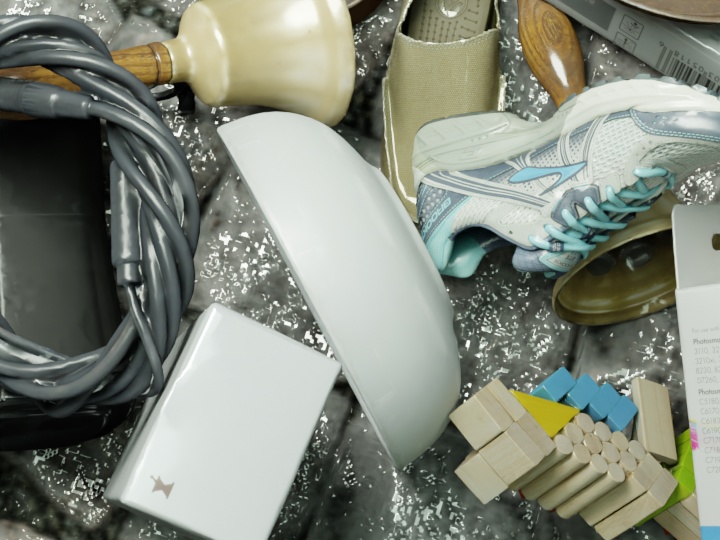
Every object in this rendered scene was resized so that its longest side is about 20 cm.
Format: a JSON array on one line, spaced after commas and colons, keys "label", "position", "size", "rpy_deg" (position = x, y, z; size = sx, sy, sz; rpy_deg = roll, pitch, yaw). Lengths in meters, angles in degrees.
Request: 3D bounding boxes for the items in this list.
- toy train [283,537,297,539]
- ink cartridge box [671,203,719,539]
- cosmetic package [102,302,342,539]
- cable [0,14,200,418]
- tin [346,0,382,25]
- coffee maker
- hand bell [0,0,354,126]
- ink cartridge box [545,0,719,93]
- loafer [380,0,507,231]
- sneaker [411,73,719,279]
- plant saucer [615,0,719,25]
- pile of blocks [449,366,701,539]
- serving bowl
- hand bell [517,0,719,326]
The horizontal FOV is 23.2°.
[{"label": "toy train", "position": [-0.039, 0.204, 0.867], "size": [0.085, 0.200, 0.114], "rpy_deg": [24, 94, 8]}, {"label": "ink cartridge box", "position": [0.223, 0.061, 0.892], "size": [0.068, 0.115, 0.200], "rpy_deg": [-8, 86, 43]}, {"label": "cosmetic package", "position": [-0.075, 0.084, 0.887], "size": [0.071, 0.200, 0.102], "rpy_deg": [25, 80, -6]}, {"label": "cable", "position": [-0.151, -0.025, 0.848], "size": [0.163, 0.051, 0.200], "rpy_deg": [-44, 80, 12]}, {"label": "tin", "position": [-0.004, -0.231, 1.049], "size": [0.112, 0.042, 0.200], "rpy_deg": [37, 82, 9]}, {"label": "coffee maker", "position": [-0.177, -0.009, 0.959], "size": [0.192, 0.135, 0.200], "rpy_deg": [-10, 76, 1]}, {"label": "hand bell", "position": [-0.114, -0.107, 0.928], "size": [0.200, 0.104, 0.104], "rpy_deg": [-16, 73, -26]}, {"label": "ink cartridge box", "position": [0.212, -0.198, 1.025], "size": [0.162, 0.050, 0.200], "rpy_deg": [34, 60, 12]}, {"label": "loafer", "position": [0.046, -0.107, 0.997], "size": [0.076, 0.067, 0.200], "rpy_deg": [-2, 74, 7]}, {"label": "sneaker", "position": [0.114, -0.038, 0.888], "size": [0.200, 0.078, 0.087], "rpy_deg": [-11, 67, 40]}, {"label": "plant saucer", "position": [0.181, -0.210, 0.980], "size": [0.200, 0.037, 0.201], "rpy_deg": [3, 60, -5]}, {"label": "pile of blocks", "position": [0.125, 0.101, 0.923], "size": [0.200, 0.062, 0.082], "rpy_deg": [23, 48, -24]}, {"label": "serving bowl", "position": [0.000, 0.000, 0.906], "size": [0.066, 0.200, 0.200], "rpy_deg": [-28, 75, -2]}, {"label": "hand bell", "position": [0.126, -0.081, 0.986], "size": [0.104, 0.104, 0.200], "rpy_deg": [-17, 64, 0]}]
